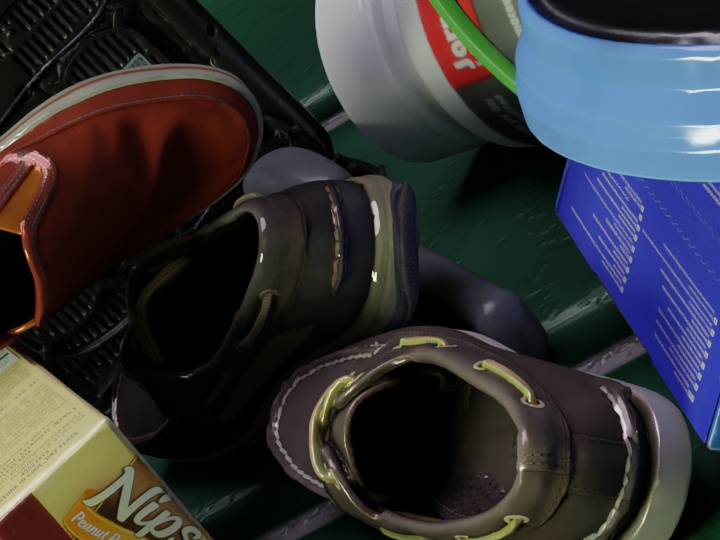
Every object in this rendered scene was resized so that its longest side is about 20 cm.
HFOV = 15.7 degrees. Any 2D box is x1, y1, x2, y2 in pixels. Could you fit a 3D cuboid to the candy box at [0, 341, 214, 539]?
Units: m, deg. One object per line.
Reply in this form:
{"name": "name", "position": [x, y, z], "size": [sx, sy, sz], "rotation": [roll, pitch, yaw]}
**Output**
{"name": "candy box", "position": [-0.101, 0.085, 0.900], "size": [0.055, 0.116, 0.200], "rotation": [-42, 23, -11]}

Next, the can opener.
{"name": "can opener", "position": [0.000, 0.000, 0.974], "size": [0.053, 0.067, 0.200], "rotation": [-42, 22, -8]}

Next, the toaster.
{"name": "toaster", "position": [-0.124, -0.045, 1.112], "size": [0.181, 0.200, 0.119], "rotation": [-47, 20, -1]}

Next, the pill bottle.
{"name": "pill bottle", "position": [0.085, -0.113, 1.000], "size": [0.200, 0.114, 0.114], "rotation": [-19, 29, 40]}

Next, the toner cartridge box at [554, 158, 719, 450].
{"name": "toner cartridge box", "position": [0.112, -0.025, 0.819], "size": [0.200, 0.043, 0.095], "rotation": [-112, 32, -67]}

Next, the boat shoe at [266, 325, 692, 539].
{"name": "boat shoe", "position": [0.021, 0.053, 0.825], "size": [0.200, 0.059, 0.072], "rotation": [8, 86, 58]}

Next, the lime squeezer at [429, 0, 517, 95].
{"name": "lime squeezer", "position": [0.035, -0.131, 0.955], "size": [0.070, 0.038, 0.201], "rotation": [-4, 53, 11]}

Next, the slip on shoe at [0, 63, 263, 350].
{"name": "slip on shoe", "position": [-0.114, -0.009, 0.892], "size": [0.200, 0.074, 0.061], "rotation": [-27, 41, -25]}

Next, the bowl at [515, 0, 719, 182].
{"name": "bowl", "position": [0.140, -0.086, 0.760], "size": [0.200, 0.040, 0.201], "rotation": [-14, 23, 6]}

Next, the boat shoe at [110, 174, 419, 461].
{"name": "boat shoe", "position": [-0.053, 0.014, 0.950], "size": [0.200, 0.073, 0.075], "rotation": [-41, 48, 51]}
